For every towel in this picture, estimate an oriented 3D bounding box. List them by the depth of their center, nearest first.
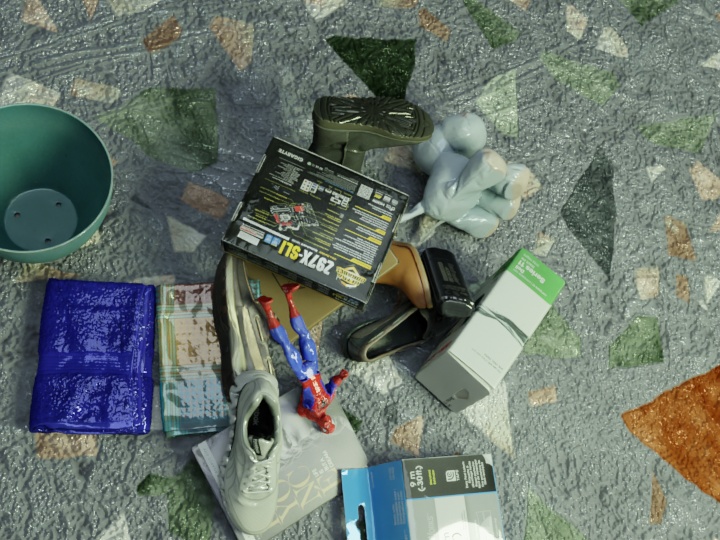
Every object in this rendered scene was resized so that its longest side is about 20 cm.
[{"bbox_3d":[-0.336,0.107,0.993,0.146,0.050,0.202,3,68,-15],"label":"towel"},{"bbox_3d":[-0.193,0.114,1.031,0.145,0.022,0.202,-3,77,-17],"label":"towel"}]

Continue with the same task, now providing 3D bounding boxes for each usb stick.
[{"bbox_3d":[0.120,0.014,1.094,0.055,0.200,0.033,12,110,-7],"label":"usb stick"}]

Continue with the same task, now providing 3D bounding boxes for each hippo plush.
[{"bbox_3d":[0.149,-0.147,1.199,0.199,0.159,0.162,-30,53,18],"label":"hippo plush"}]

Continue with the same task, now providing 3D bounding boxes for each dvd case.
[{"bbox_3d":[-0.097,0.245,1.009,0.199,0.016,0.150,-27,89,-23],"label":"dvd case"}]

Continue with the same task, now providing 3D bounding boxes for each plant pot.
[{"bbox_3d":[-0.417,-0.091,1.002,0.198,0.135,0.202,5,68,-13],"label":"plant pot"}]

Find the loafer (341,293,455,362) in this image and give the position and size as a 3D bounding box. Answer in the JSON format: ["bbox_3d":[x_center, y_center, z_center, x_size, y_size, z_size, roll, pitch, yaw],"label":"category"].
[{"bbox_3d":[0.072,0.082,1.098,0.198,0.063,0.073,-24,109,-18],"label":"loafer"}]

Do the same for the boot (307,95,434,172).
[{"bbox_3d":[-0.004,-0.156,1.104,0.180,0.201,0.073,9,54,-6],"label":"boot"}]

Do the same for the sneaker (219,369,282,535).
[{"bbox_3d":[-0.127,0.225,0.936,0.074,0.081,0.203,-1,97,-21],"label":"sneaker"}]

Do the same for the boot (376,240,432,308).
[{"bbox_3d":[0.000,0.000,1.092,0.154,0.077,0.201,-26,64,-10],"label":"boot"}]

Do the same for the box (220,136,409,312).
[{"bbox_3d":[-0.056,-0.060,1.000,0.198,0.049,0.161,23,72,0],"label":"box"}]

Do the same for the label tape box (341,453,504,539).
[{"bbox_3d":[0.082,0.319,1.008,0.198,0.066,0.145,2,69,-22],"label":"label tape box"}]

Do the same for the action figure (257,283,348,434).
[{"bbox_3d":[-0.058,0.122,0.975,0.065,0.099,0.202,-27,109,-29],"label":"action figure"}]

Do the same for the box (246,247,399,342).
[{"bbox_3d":[-0.069,-0.020,1.071,0.199,0.021,0.164,-36,78,13],"label":"box"}]

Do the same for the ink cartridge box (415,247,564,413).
[{"bbox_3d":[0.178,0.086,1.089,0.083,0.147,0.200,39,63,2],"label":"ink cartridge box"}]

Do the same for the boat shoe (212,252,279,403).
[{"bbox_3d":[-0.147,0.075,1.014,0.073,0.074,0.203,-4,85,-27],"label":"boat shoe"}]
